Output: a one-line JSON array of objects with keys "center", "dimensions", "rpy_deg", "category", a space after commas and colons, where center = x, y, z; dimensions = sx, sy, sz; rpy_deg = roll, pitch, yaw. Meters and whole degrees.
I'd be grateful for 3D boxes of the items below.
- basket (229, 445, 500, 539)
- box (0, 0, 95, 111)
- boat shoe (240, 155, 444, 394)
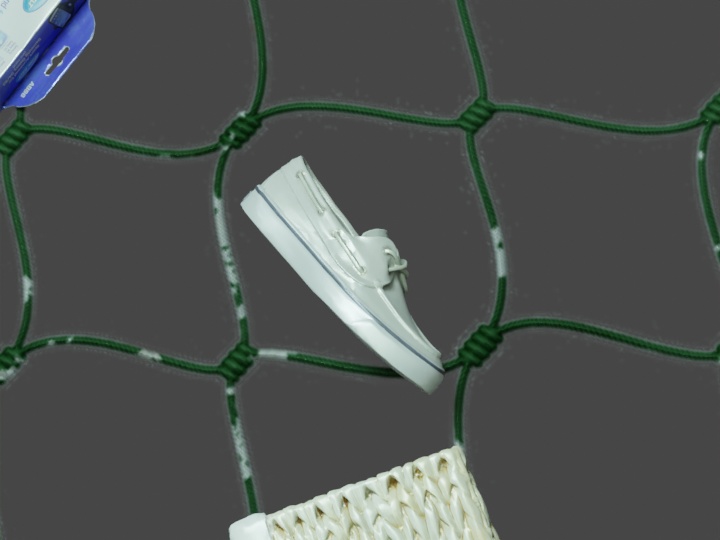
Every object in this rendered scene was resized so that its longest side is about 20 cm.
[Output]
[{"center": [0.031, 0.238, 1.458], "dimensions": [0.160, 0.198, 0.201], "rpy_deg": [-23, 72, 0], "category": "basket"}, {"center": [-0.298, -0.211, 1.722], "dimensions": [0.200, 0.041, 0.119], "rpy_deg": [35, 85, 20], "category": "box"}, {"center": [0.000, 0.000, 1.594], "dimensions": [0.066, 0.072, 0.200], "rpy_deg": [-44, 63, 3], "category": "boat shoe"}]
